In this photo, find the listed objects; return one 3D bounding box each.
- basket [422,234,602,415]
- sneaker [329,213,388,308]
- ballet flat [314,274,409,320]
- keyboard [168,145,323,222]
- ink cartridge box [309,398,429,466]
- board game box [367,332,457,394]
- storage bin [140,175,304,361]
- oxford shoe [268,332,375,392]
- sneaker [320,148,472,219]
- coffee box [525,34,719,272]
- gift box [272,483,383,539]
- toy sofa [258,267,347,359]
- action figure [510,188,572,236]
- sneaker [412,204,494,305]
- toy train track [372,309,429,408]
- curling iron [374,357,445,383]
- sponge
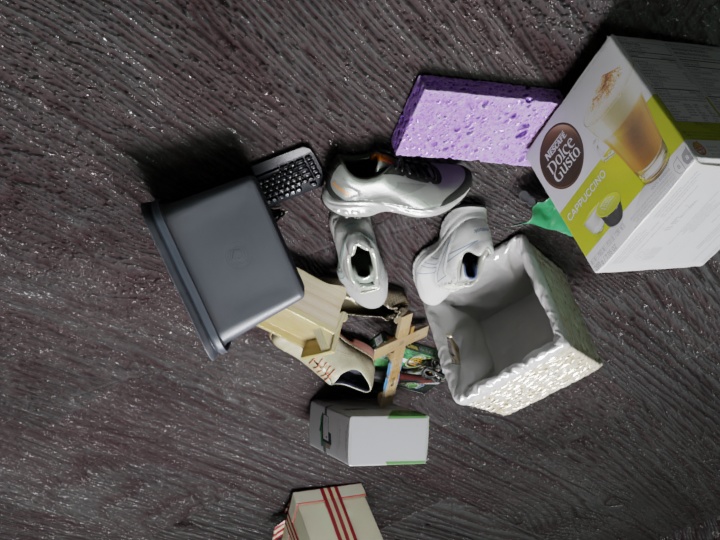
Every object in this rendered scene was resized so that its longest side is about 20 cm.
[{"bbox_3d":[0.229,0.093,1.429,0.199,0.200,0.160,-32,144,23],"label":"basket"},{"bbox_3d":[0.000,0.000,1.303,0.070,0.081,0.201,-17,140,1],"label":"sneaker"},{"bbox_3d":[-0.013,0.047,1.405,0.198,0.047,0.068,8,139,-29],"label":"ballet flat"},{"bbox_3d":[-0.136,-0.083,1.186,0.198,0.040,0.104,-20,144,9],"label":"keyboard"},{"bbox_3d":[0.010,0.274,1.610,0.144,0.086,0.200,3,178,-22],"label":"ink cartridge box"},{"bbox_3d":[0.074,0.164,1.622,0.199,0.024,0.105,22,132,-41],"label":"board game box"},{"bbox_3d":[-0.156,-0.016,1.134,0.133,0.202,0.146,-23,-174,-1],"label":"storage bin"},{"bbox_3d":[-0.055,0.135,1.480,0.198,0.074,0.071,21,133,-28],"label":"oxford shoe"},{"bbox_3d":[0.051,-0.114,1.184,0.198,0.074,0.080,-5,136,-16],"label":"sneaker"},{"bbox_3d":[0.359,-0.138,1.131,0.198,0.199,0.200,-4,144,-31],"label":"coffee box"},{"bbox_3d":[-0.075,0.577,1.996,0.182,0.187,0.202,2,127,-26],"label":"gift box"},{"bbox_3d":[-0.119,0.042,1.312,0.199,0.099,0.082,28,152,-29],"label":"toy sofa"},{"bbox_3d":[0.304,-0.087,1.331,0.118,0.055,0.199,-39,146,28],"label":"action figure"},{"bbox_3d":[0.131,-0.006,1.350,0.074,0.088,0.201,-2,145,-20],"label":"sneaker"},{"bbox_3d":[0.051,0.141,1.531,0.114,0.032,0.202,-20,135,-34],"label":"toy train track"},{"bbox_3d":[0.054,0.171,1.588,0.197,0.026,0.050,2,120,-16],"label":"curling iron"},{"bbox_3d":[0.145,-0.183,1.158,0.198,0.030,0.112,1,142,-22],"label":"sponge"}]
